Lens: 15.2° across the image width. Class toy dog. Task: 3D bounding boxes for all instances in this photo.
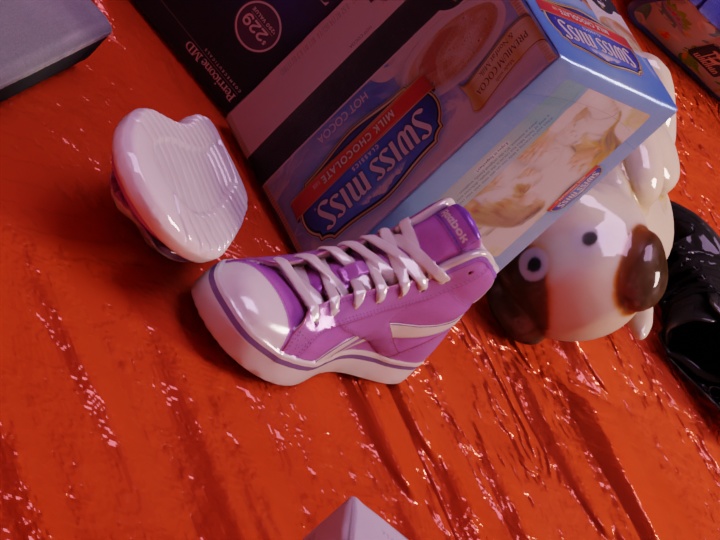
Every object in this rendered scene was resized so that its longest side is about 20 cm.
[{"bbox_3d":[0.132,-0.025,1.698,0.200,0.139,0.195,-67,148,-68],"label":"toy dog"}]

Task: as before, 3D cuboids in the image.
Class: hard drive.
[{"bbox_3d":[-0.216,-0.146,1.368,0.140,0.033,0.200,47,22,0],"label":"hard drive"}]

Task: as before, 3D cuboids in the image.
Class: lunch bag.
[{"bbox_3d":[0.325,-0.221,2.347,0.170,0.127,0.200,40,13,-16],"label":"lunch bag"}]

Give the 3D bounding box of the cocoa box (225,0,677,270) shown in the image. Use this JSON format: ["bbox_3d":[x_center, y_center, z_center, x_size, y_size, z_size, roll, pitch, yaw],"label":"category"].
[{"bbox_3d":[0.051,-0.088,1.529,0.133,0.200,0.132,17,37,-51],"label":"cocoa box"}]

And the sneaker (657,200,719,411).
[{"bbox_3d":[0.234,0.030,1.848,0.200,0.060,0.104,58,20,16],"label":"sneaker"}]

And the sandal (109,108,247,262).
[{"bbox_3d":[-0.100,-0.037,1.383,0.083,0.050,0.203,63,10,2],"label":"sandal"}]

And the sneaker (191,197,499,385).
[{"bbox_3d":[0.000,-0.001,1.409,0.073,0.114,0.200,56,25,19],"label":"sneaker"}]

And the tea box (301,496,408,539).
[{"bbox_3d":[-0.028,0.220,0.874,0.134,0.200,0.197,41,24,-15],"label":"tea box"}]

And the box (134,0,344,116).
[{"bbox_3d":[-0.078,-0.212,1.584,0.200,0.141,0.079,50,25,9],"label":"box"}]
